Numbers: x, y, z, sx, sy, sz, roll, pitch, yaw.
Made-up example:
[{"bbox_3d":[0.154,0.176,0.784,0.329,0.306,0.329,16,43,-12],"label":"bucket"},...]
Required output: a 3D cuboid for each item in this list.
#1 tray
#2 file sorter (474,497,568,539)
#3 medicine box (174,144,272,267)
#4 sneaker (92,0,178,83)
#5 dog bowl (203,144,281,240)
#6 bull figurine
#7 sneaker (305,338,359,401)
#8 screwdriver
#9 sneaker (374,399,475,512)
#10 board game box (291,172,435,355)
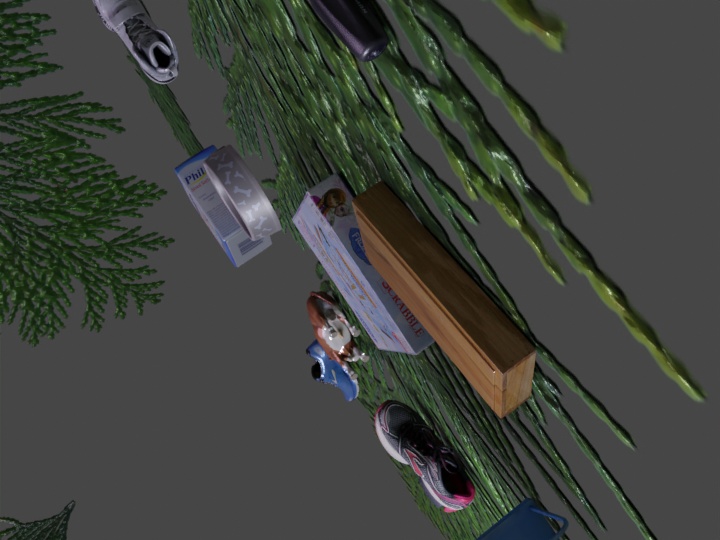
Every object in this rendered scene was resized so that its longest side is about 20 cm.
[{"bbox_3d":[0.066,0.024,0.633,0.200,0.037,0.099,52,169,30],"label":"tray"},{"bbox_3d":[0.204,0.371,0.790,0.200,0.139,0.123,56,166,3],"label":"file sorter"},{"bbox_3d":[-0.290,-0.135,1.613,0.200,0.103,0.182,53,169,13],"label":"medicine box"},{"bbox_3d":[-0.367,-0.400,1.242,0.200,0.075,0.115,55,170,-24],"label":"sneaker"},{"bbox_3d":[-0.226,-0.143,1.416,0.200,0.059,0.200,54,169,15],"label":"dog bowl"},{"bbox_3d":[-0.040,0.122,1.351,0.121,0.065,0.200,39,163,47],"label":"bull figurine"},{"bbox_3d":[-0.071,0.238,1.778,0.200,0.089,0.079,62,170,-28],"label":"sneaker"},{"bbox_3d":[-0.044,-0.211,0.465,0.200,0.029,0.028,58,171,10],"label":"screwdriver"},{"bbox_3d":[0.104,0.277,1.153,0.200,0.081,0.075,47,154,7],"label":"sneaker"},{"bbox_3d":[0.000,0.000,0.849,0.200,0.041,0.199,57,170,-3],"label":"board game box"}]
